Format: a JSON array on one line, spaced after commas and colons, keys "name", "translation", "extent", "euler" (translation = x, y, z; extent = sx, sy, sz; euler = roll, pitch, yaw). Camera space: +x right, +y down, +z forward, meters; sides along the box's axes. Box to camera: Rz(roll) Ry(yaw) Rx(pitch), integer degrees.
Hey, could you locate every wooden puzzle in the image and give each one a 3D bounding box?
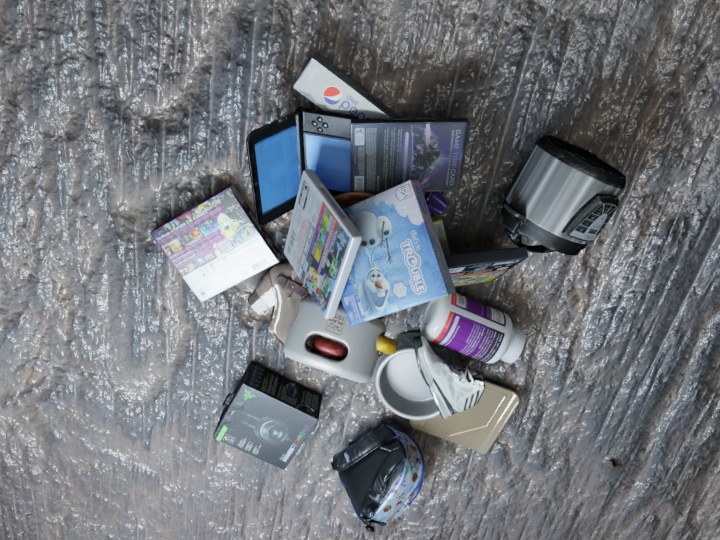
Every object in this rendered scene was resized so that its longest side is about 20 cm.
[{"name": "wooden puzzle", "translation": [0.236, 0.316, 1.376], "extent": [0.199, 0.037, 0.186], "euler": [23, 114, -3]}]

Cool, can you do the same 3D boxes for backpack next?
[{"name": "backpack", "translation": [0.058, 0.459, 1.370], "extent": [0.154, 0.200, 0.191], "euler": [20, 111, -41]}]

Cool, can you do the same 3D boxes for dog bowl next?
[{"name": "dog bowl", "translation": [0.122, 0.236, 1.309], "extent": [0.199, 0.059, 0.201], "euler": [4, 111, 9]}]

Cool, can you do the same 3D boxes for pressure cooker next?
[{"name": "pressure cooker", "translation": [0.356, -0.121, 1.085], "extent": [0.175, 0.179, 0.201], "euler": [28, 114, 3]}]

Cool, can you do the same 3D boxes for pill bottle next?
[{"name": "pill bottle", "translation": [0.232, 0.121, 1.236], "extent": [0.199, 0.113, 0.113], "euler": [23, 114, -8]}]

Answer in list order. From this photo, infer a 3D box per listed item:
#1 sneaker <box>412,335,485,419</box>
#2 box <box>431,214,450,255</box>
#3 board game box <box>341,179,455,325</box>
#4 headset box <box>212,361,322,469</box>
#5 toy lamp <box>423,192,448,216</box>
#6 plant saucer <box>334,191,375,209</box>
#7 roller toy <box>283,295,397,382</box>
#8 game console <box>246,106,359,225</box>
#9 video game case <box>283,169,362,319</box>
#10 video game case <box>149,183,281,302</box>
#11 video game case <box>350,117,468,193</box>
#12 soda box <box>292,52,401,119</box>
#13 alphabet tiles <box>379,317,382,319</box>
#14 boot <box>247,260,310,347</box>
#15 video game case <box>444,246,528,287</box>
[{"name": "sneaker", "translation": [0.185, 0.202, 1.223], "extent": [0.115, 0.076, 0.201], "euler": [-22, 113, 9]}, {"name": "box", "translation": [0.078, -0.034, 1.205], "extent": [0.199, 0.048, 0.118], "euler": [-14, 115, 7]}, {"name": "board game box", "translation": [0.040, -0.027, 1.038], "extent": [0.198, 0.043, 0.201], "euler": [-21, 85, 28]}, {"name": "headset box", "translation": [-0.216, 0.327, 1.363], "extent": [0.199, 0.093, 0.175], "euler": [29, 113, -11]}, {"name": "toy lamp", "translation": [0.079, -0.171, 1.133], "extent": [0.199, 0.058, 0.058], "euler": [31, 113, -12]}, {"name": "plant saucer", "translation": [0.002, -0.048, 1.113], "extent": [0.199, 0.032, 0.201], "euler": [8, 111, 22]}, {"name": "roller toy", "translation": [-0.046, 0.129, 1.173], "extent": [0.182, 0.199, 0.140], "euler": [25, 80, -39]}, {"name": "game console", "translation": [-0.095, -0.172, 1.072], "extent": [0.171, 0.119, 0.201], "euler": [11, 135, 10]}, {"name": "video game case", "translation": [-0.073, -0.045, 1.062], "extent": [0.023, 0.183, 0.201], "euler": [-12, 141, -32]}, {"name": "video game case", "translation": [-0.291, -0.052, 1.215], "extent": [0.199, 0.036, 0.182], "euler": [-27, 112, 14]}, {"name": "video game case", "translation": [0.082, -0.200, 1.057], "extent": [0.199, 0.019, 0.143], "euler": [-2, 132, -3]}, {"name": "soda box", "translation": [-0.019, -0.298, 1.069], "extent": [0.200, 0.068, 0.064], "euler": [34, 114, -13]}, {"name": "alphabet tiles", "translation": [0.000, 0.000, 1.186], "extent": [0.196, 0.015, 0.200], "euler": [46, 135, 5]}, {"name": "boot", "translation": [-0.133, 0.074, 1.257], "extent": [0.146, 0.070, 0.200], "euler": [-34, 122, 5]}, {"name": "video game case", "translation": [0.187, 0.001, 1.134], "extent": [0.199, 0.181, 0.026], "euler": [-7, 76, -12]}]
